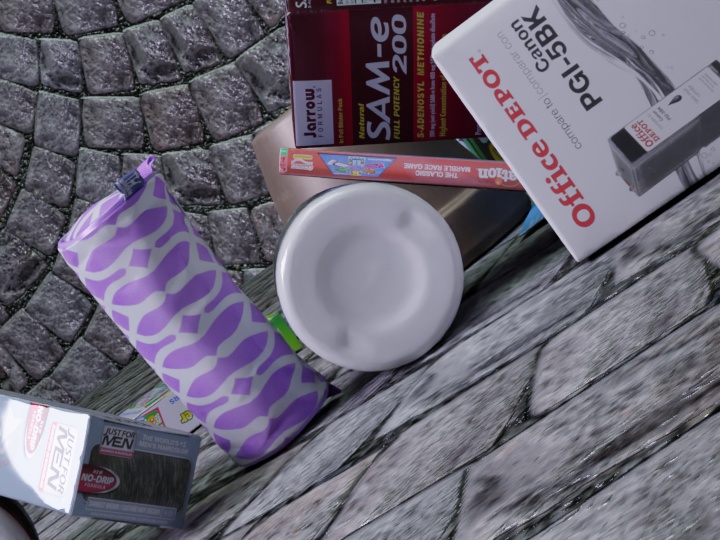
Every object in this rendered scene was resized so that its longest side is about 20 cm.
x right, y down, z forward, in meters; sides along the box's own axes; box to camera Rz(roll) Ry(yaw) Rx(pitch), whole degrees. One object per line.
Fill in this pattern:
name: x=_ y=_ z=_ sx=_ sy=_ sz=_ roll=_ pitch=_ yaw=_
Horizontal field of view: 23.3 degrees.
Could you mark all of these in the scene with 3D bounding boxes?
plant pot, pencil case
plant pot: x=0.006 y=-0.064 z=1.384 sx=0.200 sy=0.175 sz=0.200 roll=-37 pitch=4 yaw=3
pencil case: x=-0.103 y=0.028 z=1.094 sx=0.084 sy=0.200 sz=0.086 roll=-22 pitch=19 yaw=48

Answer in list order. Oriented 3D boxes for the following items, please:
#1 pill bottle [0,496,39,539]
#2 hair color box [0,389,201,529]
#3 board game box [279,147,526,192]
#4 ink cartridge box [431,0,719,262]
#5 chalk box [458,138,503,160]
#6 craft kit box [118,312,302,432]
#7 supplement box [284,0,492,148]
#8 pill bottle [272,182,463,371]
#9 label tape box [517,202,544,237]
pill bottle: x=-0.259 y=0.190 z=1.103 sx=0.116 sy=0.116 sz=0.200 roll=-36 pitch=4 yaw=-10
hair color box: x=-0.206 y=0.108 z=1.074 sx=0.199 sy=0.061 sz=0.099 roll=7 pitch=-7 yaw=37
board game box: x=0.055 y=-0.063 z=1.123 sx=0.199 sy=0.020 sz=0.103 roll=4 pitch=2 yaw=10
ink cartridge box: x=0.159 y=-0.121 z=0.964 sx=0.200 sy=0.147 sz=0.083 roll=-36 pitch=6 yaw=11
chalk box: x=0.093 y=-0.124 z=1.676 sx=0.200 sy=0.125 sz=0.124 roll=-38 pitch=5 yaw=-42
craft kit box: x=-0.161 y=0.117 z=1.633 sx=0.197 sy=0.049 sz=0.200 roll=-40 pitch=5 yaw=-14
supplement box: x=0.051 y=-0.145 z=1.153 sx=0.198 sy=0.109 sz=0.061 roll=-4 pitch=40 yaw=-2
pill bottle: x=0.000 y=0.000 z=1.127 sx=0.114 sy=0.114 sz=0.200 roll=-36 pitch=5 yaw=-2
label tape box: x=0.185 y=-0.117 z=1.270 sx=0.199 sy=0.063 sz=0.144 roll=-35 pitch=4 yaw=15
